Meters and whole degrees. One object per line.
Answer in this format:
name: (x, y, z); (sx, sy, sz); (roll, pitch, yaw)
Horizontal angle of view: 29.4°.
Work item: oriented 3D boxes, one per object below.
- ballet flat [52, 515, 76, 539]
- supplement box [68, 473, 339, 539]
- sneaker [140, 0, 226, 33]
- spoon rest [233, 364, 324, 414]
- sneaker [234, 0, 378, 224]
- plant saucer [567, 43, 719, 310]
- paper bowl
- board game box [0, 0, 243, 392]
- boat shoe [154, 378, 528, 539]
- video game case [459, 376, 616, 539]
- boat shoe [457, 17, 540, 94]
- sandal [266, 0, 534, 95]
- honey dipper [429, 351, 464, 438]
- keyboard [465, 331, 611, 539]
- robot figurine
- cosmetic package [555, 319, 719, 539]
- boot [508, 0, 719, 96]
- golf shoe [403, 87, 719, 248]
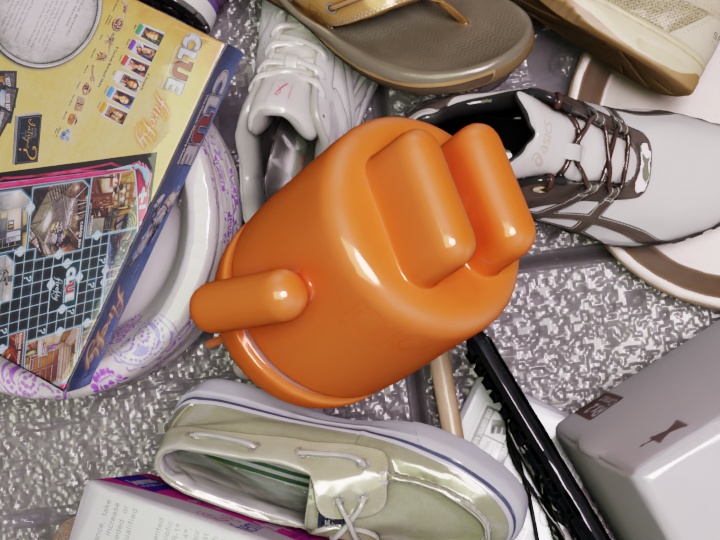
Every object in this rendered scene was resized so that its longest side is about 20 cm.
ballet flat: (-0.139, 0.241, 0.811); (0.068, 0.067, 0.201); (-27, 84, 12)
supplement box: (-0.053, 0.185, 0.721); (0.199, 0.101, 0.104); (15, 87, 10)
sneaker: (-0.156, -0.221, 0.830); (0.199, 0.076, 0.088); (28, 80, 7)
spoon rest: (-0.032, 0.142, 0.804); (0.099, 0.061, 0.201); (-6, 101, 12)
sneaker: (-0.030, -0.105, 0.778); (0.077, 0.099, 0.201); (3, 90, 11)
plant saucer: (0.214, -0.077, 0.765); (0.199, 0.029, 0.201); (0, 88, 12)
paper bowl: (-0.166, -0.028, 0.802); (0.199, 0.104, 0.202); (0, 88, 11)
board game box: (-0.166, -0.056, 0.732); (0.135, 0.035, 0.201); (27, 95, 10)
boat shoe: (-0.013, 0.115, 0.724); (0.199, 0.062, 0.072); (13, 125, 13)
video game case: (0.106, 0.186, 0.768); (0.181, 0.023, 0.201); (25, 82, 11)
boat shoe: (0.093, -0.193, 0.776); (0.067, 0.057, 0.201); (23, 94, 11)
sandal: (-0.001, -0.159, 0.733); (0.199, 0.054, 0.080); (33, 68, 15)
honey dipper: (0.041, 0.036, 0.779); (0.038, 0.038, 0.201); (-10, 78, 11)
keyboard: (0.101, 0.127, 0.718); (0.040, 0.104, 0.201); (-30, 79, 4)
robot figurine: (-0.002, 0.000, 0.684); (0.116, 0.144, 0.200); (40, 141, -11)
cosmetic package: (0.224, 0.128, 0.664); (0.164, 0.165, 0.201); (-31, 93, -4)
boot: (0.130, -0.207, 0.721); (0.199, 0.073, 0.156); (33, 89, -5)
golf shoe: (0.114, -0.054, 0.721); (0.199, 0.094, 0.078); (3, 88, 6)
